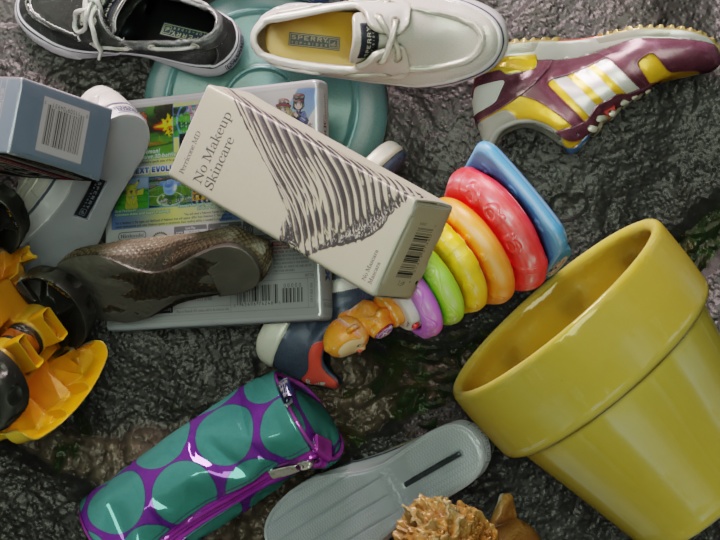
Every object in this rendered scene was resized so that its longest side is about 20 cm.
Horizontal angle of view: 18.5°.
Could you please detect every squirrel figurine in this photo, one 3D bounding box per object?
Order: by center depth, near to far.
[{"bbox_3d":[0.063,0.244,1.626,0.186,0.200,0.142,-25,71,-12],"label":"squirrel figurine"}]

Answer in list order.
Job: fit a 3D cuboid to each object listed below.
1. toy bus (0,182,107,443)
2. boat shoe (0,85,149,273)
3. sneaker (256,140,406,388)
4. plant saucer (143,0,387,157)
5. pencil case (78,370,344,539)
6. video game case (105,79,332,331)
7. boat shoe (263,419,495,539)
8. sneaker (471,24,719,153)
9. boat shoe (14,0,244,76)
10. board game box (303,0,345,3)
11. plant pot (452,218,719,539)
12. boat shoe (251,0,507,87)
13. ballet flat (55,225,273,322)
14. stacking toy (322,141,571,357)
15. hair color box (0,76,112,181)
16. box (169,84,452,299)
[{"bbox_3d":[-0.323,0.041,1.686,0.191,0.136,0.201,-19,112,38],"label":"toy bus"},{"bbox_3d":[-0.241,-0.057,1.745,0.201,0.071,0.070,-58,43,16],"label":"boat shoe"},{"bbox_3d":[0.000,0.000,1.723,0.084,0.075,0.201,29,95,9],"label":"sneaker"},{"bbox_3d":[-0.078,-0.130,1.766,0.198,0.027,0.202,-1,82,5],"label":"plant saucer"},{"bbox_3d":[-0.115,0.159,1.690,0.199,0.085,0.093,-34,40,8],"label":"pencil case"},{"bbox_3d":[-0.113,-0.048,1.718,0.199,0.022,0.184,-4,85,29],"label":"video game case"},{"bbox_3d":[0.020,0.174,1.699,0.199,0.062,0.072,-26,81,19],"label":"boat shoe"},{"bbox_3d":[0.187,-0.137,1.727,0.198,0.075,0.091,-5,82,12],"label":"sneaker"},{"bbox_3d":[-0.192,-0.200,1.748,0.198,0.068,0.074,19,81,20],"label":"boat shoe"},{"bbox_3d":[-0.044,-0.286,1.771,0.198,0.035,0.136,12,76,6],"label":"board game box"},{"bbox_3d":[0.202,0.097,1.642,0.201,0.201,0.189,-41,96,-2],"label":"plant pot"},{"bbox_3d":[0.012,-0.177,1.694,0.198,0.070,0.072,5,100,12],"label":"boat shoe"},{"bbox_3d":[-0.151,-0.004,1.701,0.199,0.046,0.068,-10,121,32],"label":"ballet flat"},{"bbox_3d":[0.053,0.006,1.670,0.200,0.116,0.110,-36,81,-19],"label":"stacking toy"},{"bbox_3d":[-0.298,-0.110,1.697,0.199,0.099,0.061,6,83,39],"label":"hair color box"},{"bbox_3d":[-0.038,-0.058,1.627,0.199,0.068,0.083,29,100,25],"label":"box"}]
